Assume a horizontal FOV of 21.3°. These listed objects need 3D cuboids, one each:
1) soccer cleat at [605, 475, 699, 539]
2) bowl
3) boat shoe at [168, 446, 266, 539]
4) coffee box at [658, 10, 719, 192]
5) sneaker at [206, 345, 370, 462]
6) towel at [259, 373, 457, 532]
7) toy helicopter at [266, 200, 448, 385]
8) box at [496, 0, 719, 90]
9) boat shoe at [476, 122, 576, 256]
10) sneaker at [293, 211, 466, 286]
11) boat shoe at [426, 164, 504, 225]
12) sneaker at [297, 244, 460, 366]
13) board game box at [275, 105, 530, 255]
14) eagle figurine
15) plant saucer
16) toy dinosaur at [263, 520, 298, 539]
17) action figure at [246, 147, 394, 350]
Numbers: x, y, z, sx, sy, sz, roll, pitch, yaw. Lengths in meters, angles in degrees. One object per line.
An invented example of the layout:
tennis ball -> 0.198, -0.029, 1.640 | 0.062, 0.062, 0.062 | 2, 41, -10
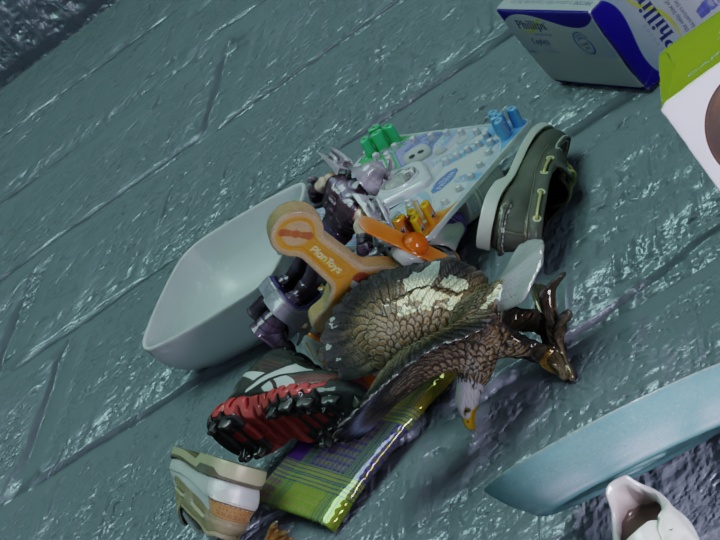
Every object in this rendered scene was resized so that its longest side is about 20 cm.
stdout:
soccer cleat -> 0.194, 0.196, 1.164 | 0.069, 0.078, 0.200 | -39, 23, 6
bowl -> -0.122, 0.017, 2.008 | 0.199, 0.075, 0.200 | -28, 27, 30
boat shoe -> -0.136, 0.199, 1.694 | 0.200, 0.075, 0.069 | 164, 122, -77
coffee box -> 0.333, -0.108, 1.274 | 0.199, 0.198, 0.200 | -35, 8, 17
sneaker -> -0.052, 0.107, 1.675 | 0.200, 0.071, 0.098 | -16, 36, 49
towel -> 0.003, 0.137, 1.657 | 0.200, 0.023, 0.143 | -50, 25, -18
toy helicopter -> 0.000, 0.000, 1.619 | 0.132, 0.200, 0.079 | -38, 39, 15
box -> 0.268, -0.284, 1.875 | 0.200, 0.105, 0.184 | -46, 23, -12
boat shoe -> 0.160, -0.072, 1.726 | 0.060, 0.072, 0.202 | 14, 33, 15
sneaker -> 0.023, -0.010, 1.851 | 0.200, 0.081, 0.083 | -15, 16, 37
boat shoe -> 0.068, -0.085, 1.897 | 0.068, 0.072, 0.200 | -35, 15, -26
sneaker -> 0.016, 0.032, 1.774 | 0.200, 0.078, 0.077 | -27, -5, 42
board game box -> 0.036, -0.087, 1.830 | 0.200, 0.026, 0.200 | -4, 34, 43
eagle figurine -> 0.068, 0.061, 1.528 | 0.152, 0.199, 0.151 | 101, 167, -75
plant saucer -> 0.179, 0.118, 1.281 | 0.200, 0.036, 0.200 | -25, -13, -6
toy dinosaur -> -0.080, 0.260, 1.519 | 0.200, 0.060, 0.106 | -13, 38, 50
action figure -> -0.030, -0.024, 1.721 | 0.200, 0.069, 0.130 | -55, 35, 18
